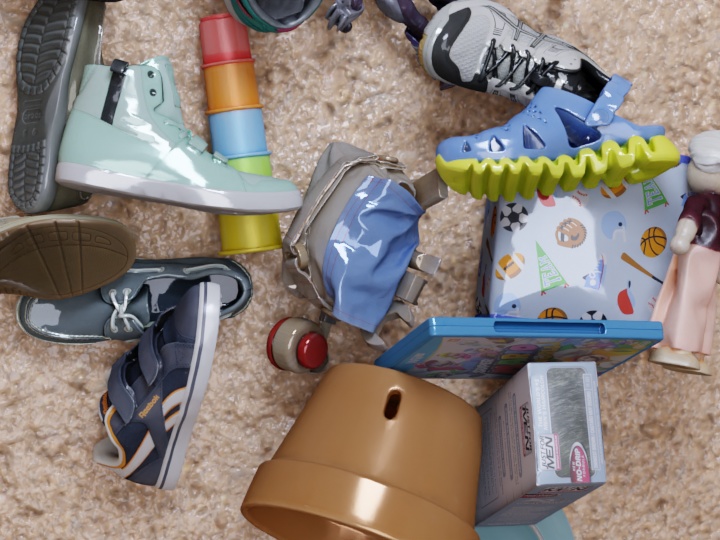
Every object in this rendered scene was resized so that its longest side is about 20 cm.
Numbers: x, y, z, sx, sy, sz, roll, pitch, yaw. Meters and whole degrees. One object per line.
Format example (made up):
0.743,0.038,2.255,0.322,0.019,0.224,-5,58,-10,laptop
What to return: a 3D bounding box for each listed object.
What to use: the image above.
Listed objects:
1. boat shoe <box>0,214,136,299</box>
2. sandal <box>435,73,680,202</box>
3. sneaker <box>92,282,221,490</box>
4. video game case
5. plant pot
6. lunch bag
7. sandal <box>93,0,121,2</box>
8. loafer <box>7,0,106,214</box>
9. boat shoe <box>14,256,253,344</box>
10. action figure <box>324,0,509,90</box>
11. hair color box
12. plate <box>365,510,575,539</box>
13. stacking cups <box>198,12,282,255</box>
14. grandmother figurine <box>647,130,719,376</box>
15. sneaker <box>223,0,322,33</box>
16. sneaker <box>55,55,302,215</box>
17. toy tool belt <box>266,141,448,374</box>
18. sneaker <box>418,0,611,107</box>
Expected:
-0.284,-0.014,1.544,0.199,0.065,0.072,-11,115,-4,boat shoe
0.154,-0.108,1.527,0.199,0.079,0.087,-7,76,-14,sandal
-0.168,0.094,1.541,0.079,0.079,0.201,12,119,-11,sneaker
0.127,0.065,1.542,0.199,0.143,0.018,2,73,-18,video game case
0.016,0.167,1.565,0.199,0.200,0.141,24,71,-11,plant pot
0.206,-0.023,1.619,0.199,0.124,0.171,5,90,-4,lunch bag
-0.267,-0.255,1.527,0.199,0.043,0.076,18,93,14,sandal
-0.241,-0.143,1.556,0.070,0.075,0.201,11,88,-45,loafer
-0.187,0.023,1.571,0.199,0.062,0.073,-6,94,-11,boat shoe
0.025,-0.241,1.588,0.200,0.069,0.130,37,70,-20,action figure
0.142,0.147,1.563,0.060,0.200,0.099,0,73,-11,hair color box
0.099,0.266,1.661,0.199,0.026,0.201,0,92,-12,plate
-0.101,-0.115,1.589,0.060,0.060,0.201,-6,90,-11,stacking cups
0.278,-0.018,1.557,0.060,0.121,0.201,9,83,20,grandmother figurine
-0.079,-0.271,1.481,0.083,0.121,0.201,-25,121,-18,sneaker
-0.136,-0.110,1.514,0.200,0.074,0.119,11,86,-12,sneaker
0.000,0.000,1.560,0.125,0.123,0.201,20,88,-47,toy tool belt
0.139,-0.172,1.571,0.199,0.088,0.076,6,110,-42,sneaker
